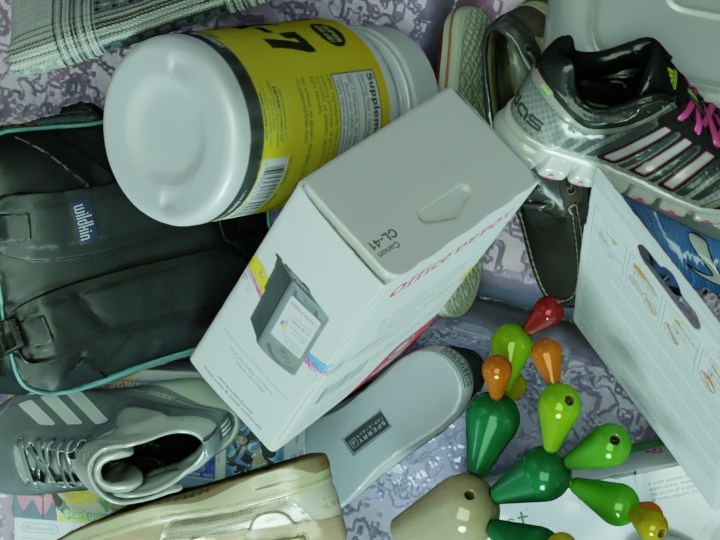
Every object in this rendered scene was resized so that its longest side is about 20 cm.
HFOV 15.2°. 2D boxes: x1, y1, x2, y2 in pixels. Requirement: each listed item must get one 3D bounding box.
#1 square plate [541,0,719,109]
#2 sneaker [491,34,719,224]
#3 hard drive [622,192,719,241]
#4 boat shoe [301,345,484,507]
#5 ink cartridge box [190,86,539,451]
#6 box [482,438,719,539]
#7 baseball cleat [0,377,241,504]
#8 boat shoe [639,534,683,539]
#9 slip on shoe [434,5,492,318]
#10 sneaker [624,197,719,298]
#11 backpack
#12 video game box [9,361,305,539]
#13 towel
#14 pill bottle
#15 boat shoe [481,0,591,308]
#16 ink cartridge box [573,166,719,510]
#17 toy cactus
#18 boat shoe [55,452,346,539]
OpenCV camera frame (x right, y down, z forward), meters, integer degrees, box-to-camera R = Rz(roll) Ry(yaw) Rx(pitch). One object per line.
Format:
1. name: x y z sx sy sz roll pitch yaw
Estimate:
1. square plate: 0.216 -0.183 1.671 0.197 0.028 0.201 9 76 -8
2. sneaker: 0.183 -0.089 1.602 0.199 0.074 0.088 13 131 -6
3. hard drive: 0.206 -0.135 1.687 0.131 0.027 0.201 25 73 -5
4. boat shoe: 0.000 0.110 1.756 0.200 0.057 0.069 -32 82 26
5. ink cartridge box: 0.000 0.000 1.619 0.086 0.147 0.200 46 141 11
6. box: 0.174 0.207 1.743 0.199 0.097 0.177 -13 96 6
7. baseball cleat: -0.175 0.111 1.689 0.199 0.106 0.070 -15 104 23
8. boat shoe: 0.233 0.251 1.670 0.074 0.060 0.200 -35 96 8
9. slip on shoe: 0.050 -0.071 1.732 0.061 0.074 0.201 10 94 32
10. sneaker: 0.230 -0.010 1.729 0.200 0.079 0.089 45 105 6
11. backpack: -0.162 -0.019 1.699 0.199 0.153 0.177 -15 96 -23
12. video game box: -0.133 0.150 1.759 0.199 0.047 0.183 2 100 19
13. towel: -0.124 -0.192 1.664 0.192 0.200 0.035 -17 116 5
14. pill bottle: -0.050 -0.094 1.639 0.114 0.200 0.115 9 104 39
15. boat shoe: 0.110 -0.069 1.711 0.073 0.065 0.201 -2 103 47
16. ink cartridge box: 0.193 0.034 1.612 0.050 0.200 0.162 -28 66 -16
17. toy cactus: 0.097 0.131 1.662 0.165 0.102 0.201 -28 72 22
18. boat shoe: -0.106 0.170 1.691 0.199 0.071 0.065 -17 91 19
